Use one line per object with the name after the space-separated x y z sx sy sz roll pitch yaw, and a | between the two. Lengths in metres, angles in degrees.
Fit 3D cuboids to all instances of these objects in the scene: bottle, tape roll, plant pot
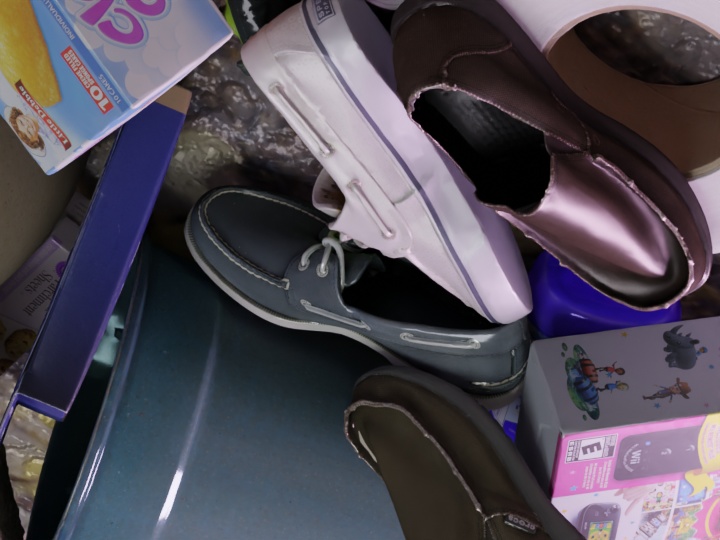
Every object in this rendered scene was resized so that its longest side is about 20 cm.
0.111 0.070 1.409 0.083 0.066 0.201 13 136 -1 | bottle
0.137 -0.103 1.229 0.201 0.071 0.203 9 136 9 | tape roll
-0.060 0.100 1.419 0.195 0.201 0.201 17 137 -11 | plant pot

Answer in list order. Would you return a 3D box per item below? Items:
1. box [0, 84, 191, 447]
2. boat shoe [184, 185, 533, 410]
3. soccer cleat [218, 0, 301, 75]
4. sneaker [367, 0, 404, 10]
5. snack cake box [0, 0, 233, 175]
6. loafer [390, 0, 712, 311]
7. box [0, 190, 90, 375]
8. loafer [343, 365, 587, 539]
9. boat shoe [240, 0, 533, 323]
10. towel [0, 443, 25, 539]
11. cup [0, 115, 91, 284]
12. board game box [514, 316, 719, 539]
-0.135 0.007 1.310 0.032 0.201 0.121 23 173 -5 | box
0.000 0.000 1.343 0.199 0.073 0.062 28 148 14 | boat shoe
0.002 -0.095 1.289 0.081 0.068 0.200 -18 132 25 | soccer cleat
-0.030 -0.182 1.180 0.078 0.100 0.200 -27 122 24 | sneaker
-0.157 -0.152 1.170 0.200 0.067 0.115 54 149 -5 | snack cake box
0.081 -0.041 1.205 0.200 0.071 0.073 40 132 -21 | loafer
-0.196 0.023 1.470 0.041 0.039 0.200 37 138 -15 | box
0.055 0.129 1.301 0.200 0.069 0.075 46 148 20 | loafer
0.011 -0.044 1.250 0.070 0.071 0.200 -26 124 17 | boat shoe
-0.208 0.102 1.377 0.036 0.200 0.149 -15 101 -3 | towel
-0.236 -0.051 1.313 0.199 0.144 0.201 0 123 0 | cup
0.181 0.094 1.354 0.199 0.065 0.148 -9 138 -12 | board game box
